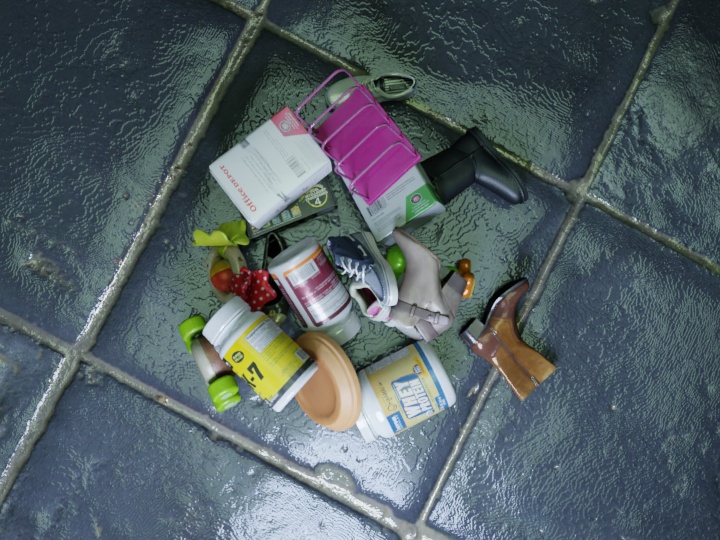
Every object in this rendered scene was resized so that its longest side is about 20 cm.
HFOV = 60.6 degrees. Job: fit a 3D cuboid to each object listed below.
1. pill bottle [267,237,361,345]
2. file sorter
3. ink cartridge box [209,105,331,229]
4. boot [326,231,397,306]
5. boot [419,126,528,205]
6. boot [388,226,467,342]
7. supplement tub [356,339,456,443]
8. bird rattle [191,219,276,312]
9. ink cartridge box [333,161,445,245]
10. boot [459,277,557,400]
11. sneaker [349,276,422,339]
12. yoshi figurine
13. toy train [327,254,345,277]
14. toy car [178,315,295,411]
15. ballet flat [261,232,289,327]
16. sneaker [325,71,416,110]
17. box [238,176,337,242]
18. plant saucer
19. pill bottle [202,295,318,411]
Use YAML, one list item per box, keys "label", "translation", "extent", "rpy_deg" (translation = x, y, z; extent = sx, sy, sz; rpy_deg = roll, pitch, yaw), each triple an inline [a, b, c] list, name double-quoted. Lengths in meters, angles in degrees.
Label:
- label: "pill bottle"
  translation: [-0.086, 0.047, 1.212]
  extent: [0.113, 0.114, 0.201]
  rpy_deg: [-31, 106, -3]
- label: "file sorter"
  translation: [-0.009, -0.254, 1.162]
  extent: [0.139, 0.125, 0.201]
  rpy_deg: [-40, 72, 14]
- label: "ink cartridge box"
  translation: [-0.177, -0.203, 1.225]
  extent: [0.199, 0.083, 0.147]
  rpy_deg: [-38, 87, -3]
- label: "boot"
  translation: [0.000, 0.000, 1.172]
  extent: [0.089, 0.201, 0.073]
  rpy_deg: [-7, 128, -17]
- label: "boot"
  translation: [0.228, -0.180, 1.285]
  extent: [0.167, 0.076, 0.201]
  rpy_deg: [-36, 82, -6]
- label: "boot"
  translation: [0.102, 0.033, 1.171]
  extent: [0.199, 0.070, 0.147]
  rpy_deg: [39, 91, 2]
- label: "supplement tub"
  translation: [0.076, 0.242, 1.230]
  extent: [0.198, 0.145, 0.146]
  rpy_deg: [-27, 89, -3]
- label: "bird rattle"
  translation: [-0.253, 0.002, 1.236]
  extent: [0.112, 0.163, 0.201]
  rpy_deg: [-26, 80, -42]
- label: "ink cartridge box"
  translation: [0.058, -0.174, 1.240]
  extent: [0.146, 0.083, 0.202]
  rpy_deg: [-32, 75, 17]
- label: "boot"
  translation: [0.336, 0.140, 1.281]
  extent: [0.200, 0.068, 0.188]
  rpy_deg: [44, 87, 0]
- label: "sneaker"
  translation: [0.051, 0.075, 1.229]
  extent: [0.199, 0.088, 0.082]
  rpy_deg: [38, 128, 6]
- label: "yoshi figurine"
  translation: [0.132, -0.003, 1.268]
  extent: [0.197, 0.113, 0.113]
  rpy_deg: [2, 72, 1]
- label: "toy train"
  translation: [-0.066, -0.006, 1.291]
  extent: [0.198, 0.042, 0.057]
  rpy_deg: [-27, 78, -2]
- label: "toy car"
  translation: [-0.234, 0.153, 1.233]
  extent: [0.198, 0.158, 0.165]
  rpy_deg: [-26, 72, -18]
- label: "ballet flat"
  translation: [-0.180, 0.020, 1.252]
  extent: [0.066, 0.057, 0.202]
  rpy_deg: [-8, 69, 11]
- label: "sneaker"
  translation: [0.022, -0.384, 1.291]
  extent: [0.197, 0.071, 0.074]
  rpy_deg: [-12, 88, -2]
- label: "box"
  translation: [-0.165, -0.171, 1.289]
  extent: [0.198, 0.049, 0.163]
  rpy_deg: [-21, 85, -2]
- label: "plant saucer"
  translation: [-0.078, 0.218, 1.185]
  extent: [0.037, 0.199, 0.202]
  rpy_deg: [-21, 88, -40]
- label: "pill bottle"
  translation: [-0.183, 0.148, 1.120]
  extent: [0.200, 0.114, 0.114]
  rpy_deg: [42, 87, 4]
